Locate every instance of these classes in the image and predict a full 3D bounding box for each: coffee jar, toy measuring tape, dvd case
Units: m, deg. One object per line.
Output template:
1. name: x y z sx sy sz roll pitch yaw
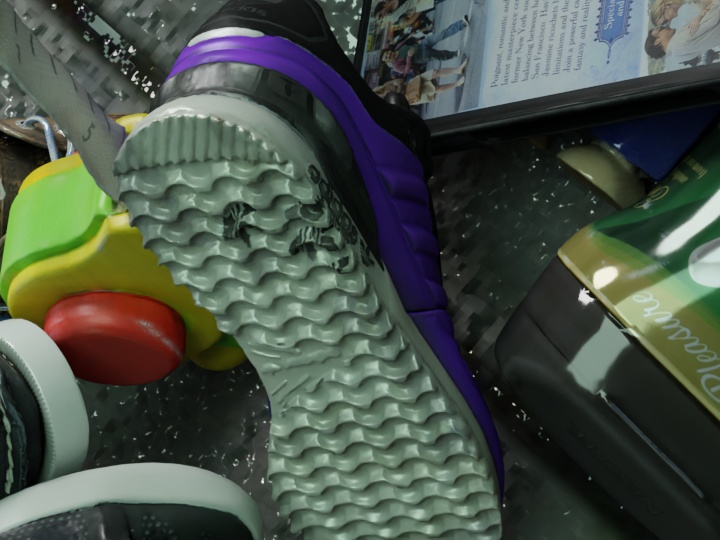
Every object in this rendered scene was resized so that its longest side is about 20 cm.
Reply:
1. coffee jar: 0.135 -0.012 0.823 0.200 0.085 0.104 -45 94 4
2. toy measuring tape: -0.087 -0.019 0.822 0.073 0.200 0.074 -12 59 21
3. dvd case: 0.077 -0.110 0.842 0.200 0.018 0.143 -8 67 45

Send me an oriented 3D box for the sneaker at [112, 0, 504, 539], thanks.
1. sneaker: 0.000 0.000 0.842 0.069 0.200 0.100 -6 42 21

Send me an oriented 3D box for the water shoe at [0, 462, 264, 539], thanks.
1. water shoe: -0.107 0.116 0.787 0.200 0.072 0.079 -17 42 -24

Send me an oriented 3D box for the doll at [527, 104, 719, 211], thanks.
1. doll: 0.110 -0.120 0.886 0.136 0.048 0.200 37 91 23

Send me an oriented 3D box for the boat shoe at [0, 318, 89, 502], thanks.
1. boat shoe: -0.154 0.073 0.875 0.076 0.060 0.200 60 139 15

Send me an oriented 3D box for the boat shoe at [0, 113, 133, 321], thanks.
1. boat shoe: -0.099 -0.014 0.923 0.200 0.072 0.072 -12 72 17
